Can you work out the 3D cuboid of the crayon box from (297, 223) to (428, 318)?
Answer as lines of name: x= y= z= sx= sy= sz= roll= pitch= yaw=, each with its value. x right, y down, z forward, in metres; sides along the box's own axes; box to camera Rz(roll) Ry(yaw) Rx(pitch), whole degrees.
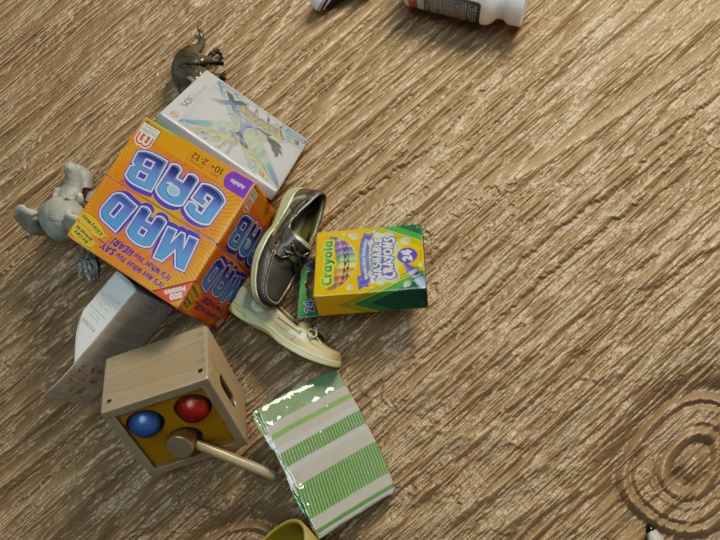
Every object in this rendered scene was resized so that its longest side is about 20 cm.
crayon box: x=0.000 y=0.000 z=1.141 sx=0.195 sy=0.052 sz=0.128 roll=-5 pitch=50 yaw=6

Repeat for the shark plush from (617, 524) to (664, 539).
shark plush: x=0.417 y=0.437 z=1.031 sx=0.200 sy=0.091 sz=0.083 roll=45 pitch=105 yaw=-7

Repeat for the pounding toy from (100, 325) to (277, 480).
pounding toy: x=-0.239 y=0.213 z=1.084 sx=0.181 sy=0.202 sz=0.143 roll=-18 pitch=41 yaw=2

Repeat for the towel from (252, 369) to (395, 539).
towel: x=-0.050 y=0.261 z=1.101 sx=0.151 sy=0.023 sz=0.202 roll=-23 pitch=73 yaw=-27

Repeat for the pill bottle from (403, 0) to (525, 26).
pill bottle: x=0.174 y=-0.463 z=1.218 sx=0.196 sy=0.116 sz=0.118 roll=18 pitch=80 yaw=10

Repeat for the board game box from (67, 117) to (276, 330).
board game box: x=-0.264 y=-0.061 z=1.134 sx=0.198 sy=0.200 sz=0.202 roll=30 pitch=82 yaw=12

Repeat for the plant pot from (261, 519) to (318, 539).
plant pot: x=-0.086 y=0.463 z=1.016 sx=0.141 sy=0.200 sz=0.201 roll=40 pitch=84 yaw=-13

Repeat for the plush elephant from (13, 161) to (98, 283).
plush elephant: x=-0.438 y=-0.095 z=1.183 sx=0.161 sy=0.155 sz=0.204 roll=10 pitch=80 yaw=13

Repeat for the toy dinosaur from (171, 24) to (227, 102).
toy dinosaur: x=-0.274 y=-0.327 z=1.261 sx=0.100 sy=0.077 sz=0.204 roll=-9 pitch=80 yaw=-9

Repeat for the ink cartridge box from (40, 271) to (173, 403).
ink cartridge box: x=-0.382 y=0.105 z=1.131 sx=0.047 sy=0.160 sz=0.201 roll=40 pitch=84 yaw=12

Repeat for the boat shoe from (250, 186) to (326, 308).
boat shoe: x=-0.105 y=-0.039 z=1.138 sx=0.065 sy=0.072 sz=0.204 roll=-3 pitch=58 yaw=38

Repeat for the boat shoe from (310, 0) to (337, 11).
boat shoe: x=0.004 y=-0.500 z=1.275 sx=0.066 sy=0.070 sz=0.200 roll=45 pitch=89 yaw=-5

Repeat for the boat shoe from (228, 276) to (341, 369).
boat shoe: x=-0.107 y=0.082 z=1.151 sx=0.198 sy=0.073 sz=0.064 roll=29 pitch=86 yaw=19

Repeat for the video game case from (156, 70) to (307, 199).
video game case: x=-0.187 y=-0.211 z=1.157 sx=0.198 sy=0.183 sz=0.022 roll=34 pitch=124 yaw=-9
